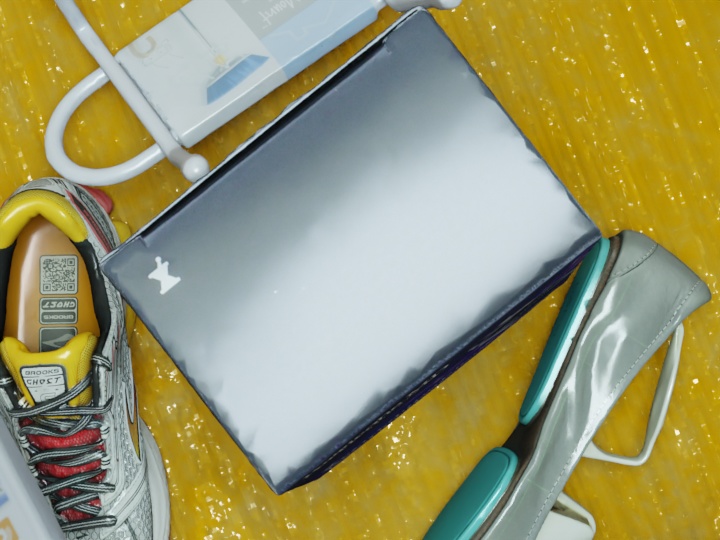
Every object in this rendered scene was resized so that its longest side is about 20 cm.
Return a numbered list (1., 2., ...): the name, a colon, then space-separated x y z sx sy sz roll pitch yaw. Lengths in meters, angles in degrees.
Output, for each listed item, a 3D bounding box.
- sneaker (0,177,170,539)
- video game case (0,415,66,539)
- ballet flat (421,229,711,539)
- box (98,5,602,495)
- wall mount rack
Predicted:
1. sneaker: -0.129 0.060 0.820 0.077 0.082 0.201 -9 86 3
2. video game case: -0.231 0.092 0.807 0.182 0.022 0.200 -39 59 6
3. ballet flat: 0.082 0.080 0.815 0.063 0.067 0.201 30 89 -6
4. box: 0.000 0.000 0.757 0.148 0.200 0.104 -38 85 0
5. wall mount rack: -0.044 -0.100 0.797 0.200 0.075 0.174 -36 51 -5
